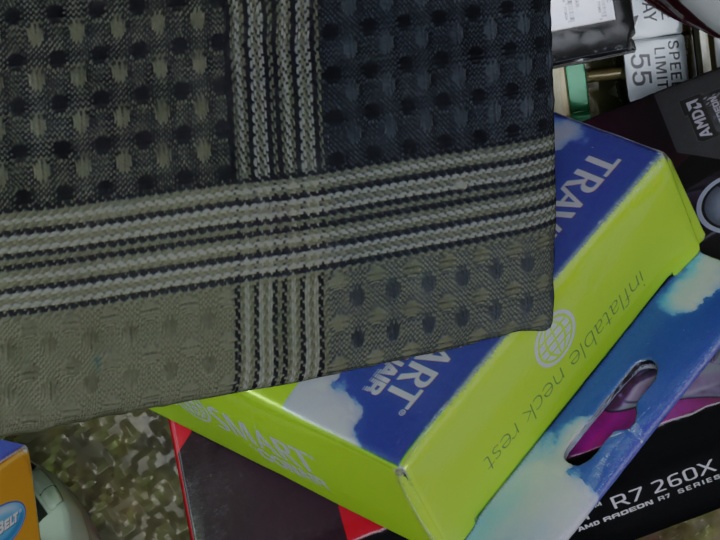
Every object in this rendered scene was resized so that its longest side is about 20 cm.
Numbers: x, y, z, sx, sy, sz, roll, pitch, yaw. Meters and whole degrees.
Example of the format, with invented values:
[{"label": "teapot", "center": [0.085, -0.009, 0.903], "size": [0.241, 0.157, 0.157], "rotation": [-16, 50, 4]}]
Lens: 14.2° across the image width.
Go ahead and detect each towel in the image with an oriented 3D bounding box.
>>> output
[{"label": "towel", "center": [-0.039, -0.065, 0.685], "size": [0.200, 0.035, 0.193], "rotation": [-9, 103, -32]}]

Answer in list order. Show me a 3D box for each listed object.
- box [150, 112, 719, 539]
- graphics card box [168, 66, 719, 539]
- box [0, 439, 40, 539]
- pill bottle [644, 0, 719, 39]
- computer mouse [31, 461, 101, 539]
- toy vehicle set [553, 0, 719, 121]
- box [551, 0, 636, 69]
[{"label": "box", "center": [0.000, 0.000, 0.816], "size": [0.122, 0.200, 0.048], "rotation": [-49, 137, -20]}, {"label": "graphics card box", "center": [0.041, 0.028, 0.840], "size": [0.200, 0.126, 0.051], "rotation": [-20, 135, 6]}, {"label": "box", "center": [-0.139, 0.112, 0.804], "size": [0.119, 0.041, 0.200], "rotation": [11, 116, 31]}, {"label": "pill bottle", "center": [0.123, -0.113, 0.781], "size": [0.114, 0.200, 0.114], "rotation": [0, 98, -2]}, {"label": "computer mouse", "center": [-0.085, 0.101, 0.849], "size": [0.044, 0.200, 0.110], "rotation": [-12, 116, -24]}, {"label": "toy vehicle set", "center": [0.118, -0.067, 0.902], "size": [0.124, 0.027, 0.201], "rotation": [-8, 98, 0]}, {"label": "box", "center": [0.025, -0.159, 0.817], "size": [0.043, 0.160, 0.200], "rotation": [-11, 98, -7]}]
